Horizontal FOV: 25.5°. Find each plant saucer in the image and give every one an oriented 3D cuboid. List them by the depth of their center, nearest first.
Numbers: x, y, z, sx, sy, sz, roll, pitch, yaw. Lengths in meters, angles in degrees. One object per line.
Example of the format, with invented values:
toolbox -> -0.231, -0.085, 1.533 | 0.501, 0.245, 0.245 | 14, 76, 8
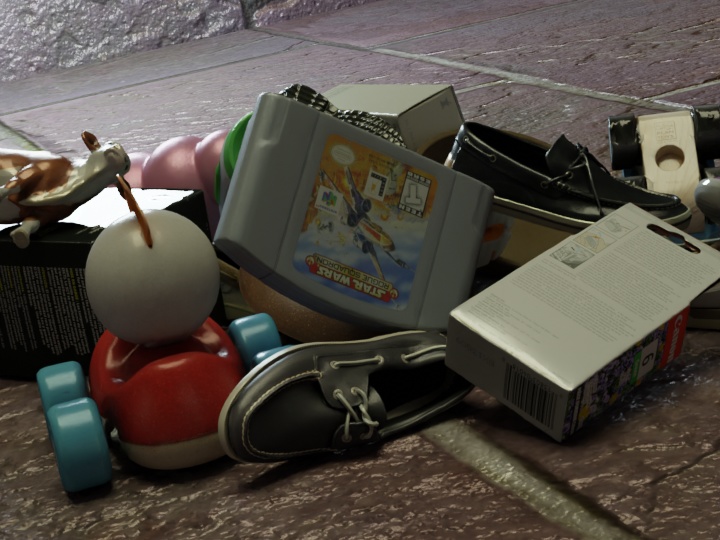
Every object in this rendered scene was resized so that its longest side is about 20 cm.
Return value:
plant saucer -> 0.000, 0.000, 1.303 | 0.197, 0.037, 0.201 | 7, 31, -4
plant saucer -> 0.136, -0.056, 1.402 | 0.197, 0.030, 0.201 | 10, 39, -8

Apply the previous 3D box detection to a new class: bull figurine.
bull figurine -> -0.284, -0.067, 1.309 | 0.198, 0.066, 0.121 | -1, 21, 25

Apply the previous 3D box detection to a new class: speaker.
speaker -> -0.081, -0.075, 1.376 | 0.087, 0.090, 0.200 | -12, -11, -8

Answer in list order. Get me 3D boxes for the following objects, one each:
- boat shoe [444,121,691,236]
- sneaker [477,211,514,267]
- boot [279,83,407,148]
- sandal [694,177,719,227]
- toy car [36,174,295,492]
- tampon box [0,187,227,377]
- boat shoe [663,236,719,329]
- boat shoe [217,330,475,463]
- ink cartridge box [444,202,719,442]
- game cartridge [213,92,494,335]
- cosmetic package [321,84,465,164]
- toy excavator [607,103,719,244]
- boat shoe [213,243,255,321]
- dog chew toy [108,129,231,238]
boat shoe -> 0.157, -0.069, 1.221 | 0.198, 0.063, 0.075 | 15, 20, 18
sneaker -> 0.034, -0.032, 1.261 | 0.199, 0.079, 0.077 | -9, 33, -45
boot -> 0.001, -0.084, 1.433 | 0.068, 0.131, 0.200 | -42, 45, -10
sandal -> 0.308, -0.046, 1.208 | 0.082, 0.050, 0.202 | 21, -3, 31
toy car -> -0.145, 0.025, 1.129 | 0.182, 0.203, 0.177 | -13, 16, -13
tampon box -> -0.242, 0.009, 1.372 | 0.198, 0.128, 0.149 | 3, 21, 34
boat shoe -> 0.221, 0.002, 1.234 | 0.198, 0.069, 0.075 | 0, 18, 30
boat shoe -> -0.003, 0.084, 1.080 | 0.198, 0.074, 0.062 | -15, 13, -35
ink cartridge box -> 0.164, 0.030, 1.106 | 0.199, 0.051, 0.108 | -29, 48, -35
game cartridge -> -0.002, -0.031, 1.154 | 0.198, 0.135, 0.041 | 21, -20, -21
cosmetic package -> 0.022, -0.120, 1.534 | 0.073, 0.105, 0.199 | -29, 19, -25
toy excavator -> 0.278, -0.081, 1.448 | 0.098, 0.201, 0.197 | -6, 60, 7
boat shoe -> -0.063, 0.010, 1.373 | 0.198, 0.067, 0.074 | 3, 19, 34
dog chew toy -> -0.173, -0.073, 1.557 | 0.198, 0.126, 0.125 | -24, 8, 26
